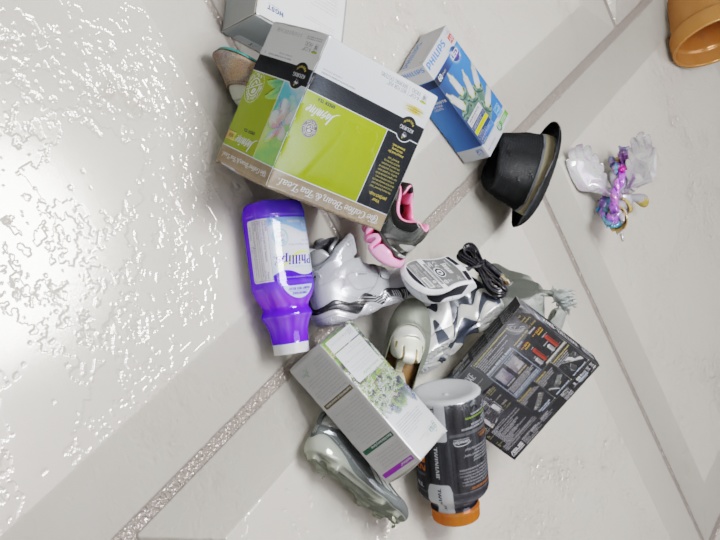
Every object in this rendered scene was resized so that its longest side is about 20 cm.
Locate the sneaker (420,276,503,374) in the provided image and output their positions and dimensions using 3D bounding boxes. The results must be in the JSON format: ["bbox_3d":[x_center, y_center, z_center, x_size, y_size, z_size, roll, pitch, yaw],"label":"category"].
[{"bbox_3d":[0.102,0.065,1.449,0.199,0.130,0.080,-37,154,-8],"label":"sneaker"}]

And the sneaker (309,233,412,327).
[{"bbox_3d":[0.000,0.000,1.348,0.200,0.075,0.115,-21,100,-43],"label":"sneaker"}]

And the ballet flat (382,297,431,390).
[{"bbox_3d":[0.059,0.138,1.348,0.067,0.064,0.200,16,91,-11],"label":"ballet flat"}]

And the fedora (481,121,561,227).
[{"bbox_3d":[0.261,-0.174,1.613,0.092,0.201,0.201,22,63,-6],"label":"fedora"}]

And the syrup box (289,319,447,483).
[{"bbox_3d":[0.011,0.172,1.267,0.200,0.081,0.079,49,40,3],"label":"syrup box"}]

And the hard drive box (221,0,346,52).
[{"bbox_3d":[-0.097,-0.395,1.322,0.156,0.077,0.200,21,68,-41],"label":"hard drive box"}]

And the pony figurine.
[{"bbox_3d":[0.500,-0.172,1.854,0.200,0.166,0.193,-41,120,-58],"label":"pony figurine"}]

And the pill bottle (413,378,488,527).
[{"bbox_3d":[0.131,0.267,1.399,0.106,0.106,0.200,-19,108,-46],"label":"pill bottle"}]

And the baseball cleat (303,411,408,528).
[{"bbox_3d":[0.010,0.263,1.315,0.200,0.070,0.106,46,54,-31],"label":"baseball cleat"}]

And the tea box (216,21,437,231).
[{"bbox_3d":[-0.042,-0.181,1.233,0.200,0.134,0.197,20,95,-42],"label":"tea box"}]

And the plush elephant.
[{"bbox_3d":[0.256,0.093,1.542,0.165,0.200,0.155,-41,130,-49],"label":"plush elephant"}]

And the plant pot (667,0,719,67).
[{"bbox_3d":[0.785,-0.575,2.186,0.200,0.200,0.140,6,61,-45],"label":"plant pot"}]

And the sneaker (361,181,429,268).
[{"bbox_3d":[0.032,-0.104,1.348,0.079,0.095,0.200,8,47,-54],"label":"sneaker"}]

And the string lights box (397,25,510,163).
[{"bbox_3d":[0.154,-0.284,1.569,0.200,0.059,0.103,48,54,-28],"label":"string lights box"}]

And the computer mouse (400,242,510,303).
[{"bbox_3d":[0.125,0.012,1.390,0.200,0.044,0.110,-9,48,-44],"label":"computer mouse"}]

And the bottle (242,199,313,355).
[{"bbox_3d":[-0.102,0.009,1.249,0.083,0.065,0.200,-4,86,-45],"label":"bottle"}]

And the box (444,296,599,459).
[{"bbox_3d":[0.233,0.164,1.454,0.158,0.200,0.050,36,13,-10],"label":"box"}]

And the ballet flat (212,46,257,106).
[{"bbox_3d":[-0.120,-0.220,1.277,0.200,0.068,0.067,29,71,-37],"label":"ballet flat"}]
